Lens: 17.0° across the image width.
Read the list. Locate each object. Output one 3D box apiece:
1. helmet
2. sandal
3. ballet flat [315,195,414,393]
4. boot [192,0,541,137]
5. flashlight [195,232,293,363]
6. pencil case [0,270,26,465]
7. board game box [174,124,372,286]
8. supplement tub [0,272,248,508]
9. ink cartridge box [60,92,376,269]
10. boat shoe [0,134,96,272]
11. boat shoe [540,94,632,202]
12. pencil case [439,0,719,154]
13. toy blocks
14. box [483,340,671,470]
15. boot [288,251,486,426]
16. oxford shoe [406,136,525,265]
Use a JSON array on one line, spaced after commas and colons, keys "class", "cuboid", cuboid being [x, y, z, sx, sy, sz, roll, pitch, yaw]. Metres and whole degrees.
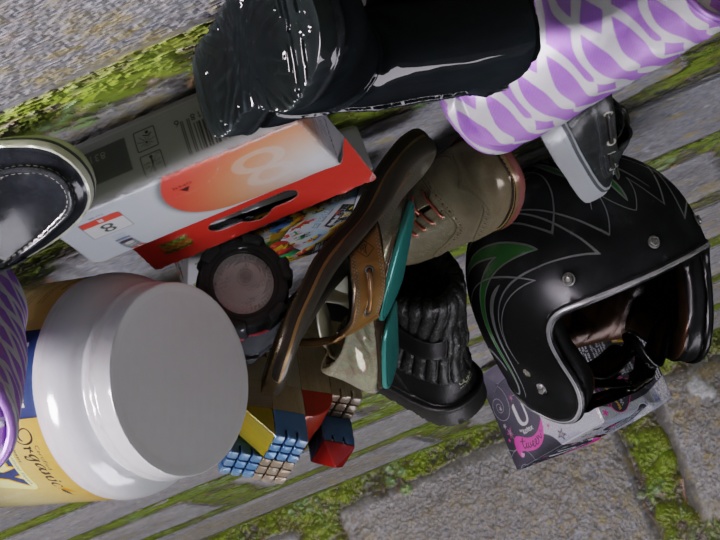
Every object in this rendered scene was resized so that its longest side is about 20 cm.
[{"class": "helmet", "cuboid": [0.175, 0.001, 1.856, 0.199, 0.191, 0.200, -7, -151, 4]}, {"class": "sandal", "cuboid": [0.000, 0.000, 1.557, 0.200, 0.055, 0.082, -55, 176, -16]}, {"class": "ballet flat", "cuboid": [-0.002, 0.018, 1.702, 0.062, 0.068, 0.200, 14, 138, 8]}, {"class": "boot", "cuboid": [0.016, -0.124, 1.223, 0.168, 0.077, 0.200, -14, 174, -19]}, {"class": "flashlight", "cuboid": [-0.084, 0.024, 1.640, 0.068, 0.068, 0.200, -23, 174, -10]}, {"class": "pencil case", "cuboid": [-0.236, 0.053, 1.372, 0.085, 0.084, 0.200, -25, -161, 2]}, {"class": "board game box", "cuboid": [-0.063, -0.037, 1.622, 0.126, 0.035, 0.200, -19, 169, -8]}, {"class": "supplement tub", "cuboid": [-0.184, 0.078, 1.547, 0.200, 0.145, 0.144, -9, 180, 41]}, {"class": "ink cartridge box", "cuboid": [-0.085, -0.042, 1.430, 0.162, 0.050, 0.200, -23, 155, 9]}, {"class": "boat shoe", "cuboid": [-0.231, -0.012, 1.296, 0.199, 0.075, 0.062, -21, -148, 15]}, {"class": "boat shoe", "cuboid": [0.163, -0.096, 1.687, 0.056, 0.069, 0.200, -23, 167, 10]}, {"class": "pencil case", "cuboid": [0.132, -0.140, 1.383, 0.200, 0.084, 0.085, -28, -169, 38]}, {"class": "toy blocks", "cuboid": [-0.077, 0.094, 1.786, 0.199, 0.137, 0.100, 11, 134, -21]}, {"class": "box", "cuboid": [0.251, 0.139, 2.848, 0.114, 0.133, 0.200, -16, 168, -32]}, {"class": "boot", "cuboid": [0.008, 0.025, 1.921, 0.079, 0.211, 0.158, -52, 145, -27]}, {"class": "oxford shoe", "cuboid": [0.054, -0.040, 1.706, 0.075, 0.071, 0.200, -30, 174, -26]}]
